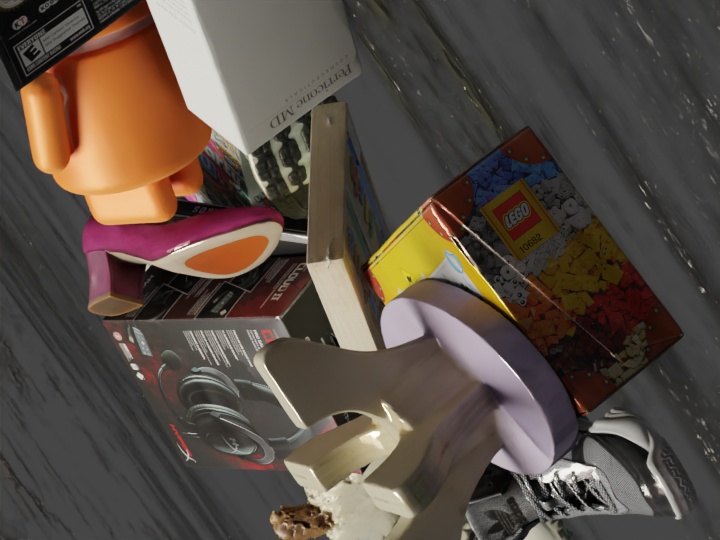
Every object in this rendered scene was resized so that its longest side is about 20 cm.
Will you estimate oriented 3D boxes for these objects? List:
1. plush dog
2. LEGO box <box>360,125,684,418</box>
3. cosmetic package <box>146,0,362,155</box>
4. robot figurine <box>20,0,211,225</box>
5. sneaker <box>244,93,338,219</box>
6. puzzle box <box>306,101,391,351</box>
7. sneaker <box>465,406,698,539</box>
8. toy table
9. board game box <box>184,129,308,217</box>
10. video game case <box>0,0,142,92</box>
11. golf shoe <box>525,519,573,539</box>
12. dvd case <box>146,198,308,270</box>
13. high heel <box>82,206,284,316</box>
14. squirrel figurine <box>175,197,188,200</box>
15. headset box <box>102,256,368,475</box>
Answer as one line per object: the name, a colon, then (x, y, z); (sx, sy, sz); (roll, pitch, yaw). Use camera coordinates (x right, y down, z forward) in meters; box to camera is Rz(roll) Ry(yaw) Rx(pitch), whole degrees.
plush dog: (-0.002, 0.140, 1.624); (0.172, 0.159, 0.201); (-103, -7, -54)
LEGO box: (0.090, 0.018, 1.185); (0.149, 0.077, 0.200); (54, 164, 2)
cosmetic package: (-0.075, -0.180, 1.204); (0.071, 0.101, 0.201); (40, 160, 37)
robot figurine: (-0.168, -0.129, 1.315); (0.117, 0.143, 0.201); (32, 142, 59)
sneaker: (-0.074, -0.131, 1.361); (0.089, 0.077, 0.201); (21, 136, 64)
puzzle box: (0.000, 0.000, 1.342); (0.200, 0.025, 0.134); (69, -163, -52)
sneaker: (0.127, 0.143, 1.270); (0.076, 0.114, 0.200); (59, 163, -20)
toy table: (0.032, 0.092, 1.152); (0.184, 0.117, 0.200); (53, 163, 0)
board game box: (-0.102, -0.101, 1.511); (0.148, 0.064, 0.200); (44, 161, 29)
video game case: (-0.159, -0.229, 1.159); (0.025, 0.200, 0.181); (37, 157, 36)
golf shoe: (0.124, 0.245, 1.525); (0.078, 0.097, 0.201); (32, 152, 56)
dvd case: (-0.078, 0.017, 1.498); (0.199, 0.025, 0.151); (9, 133, 30)
high heel: (-0.131, -0.038, 1.415); (0.199, 0.097, 0.067); (-18, 153, 36)
squirrel figurine: (-0.124, 0.046, 1.649); (0.200, 0.141, 0.188); (111, 148, -61)
headset box: (-0.071, 0.071, 1.465); (0.199, 0.077, 0.149); (-1, 127, 39)
